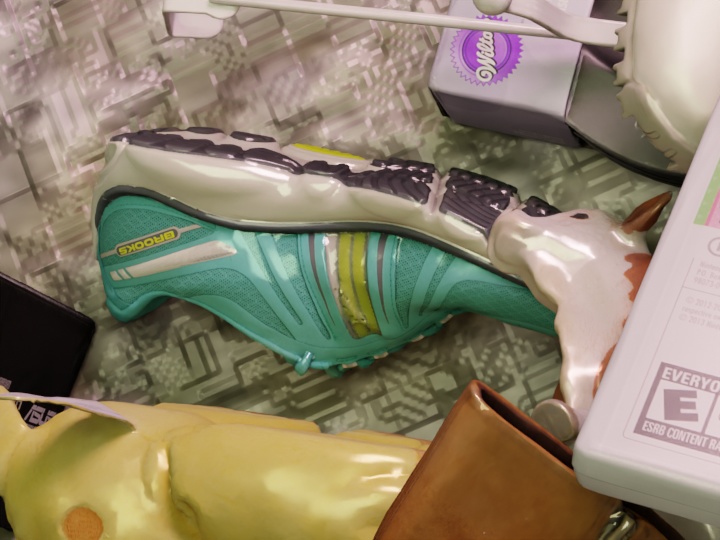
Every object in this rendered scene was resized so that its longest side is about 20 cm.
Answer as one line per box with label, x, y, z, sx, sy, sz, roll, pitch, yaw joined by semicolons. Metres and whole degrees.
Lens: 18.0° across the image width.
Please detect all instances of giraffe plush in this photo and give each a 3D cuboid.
giraffe plush;-0.050;0.127;0.724;0.173;0.200;0.162;6;87;52

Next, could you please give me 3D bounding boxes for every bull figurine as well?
bull figurine;0.093;0.069;0.695;0.065;0.121;0.200;-32;89;39

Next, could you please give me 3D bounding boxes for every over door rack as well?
over door rack;0.028;-0.151;0.772;0.200;0.067;0.148;4;79;13

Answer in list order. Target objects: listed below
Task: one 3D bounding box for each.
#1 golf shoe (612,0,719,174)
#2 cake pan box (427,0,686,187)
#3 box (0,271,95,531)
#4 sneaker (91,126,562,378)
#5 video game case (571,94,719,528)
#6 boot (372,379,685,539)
golf shoe;0.155;-0.116;0.696;0.078;0.097;0.200;40;78;-13
cake pan box;0.134;-0.124;0.803;0.184;0.052;0.200;15;83;17
box;-0.218;0.012;0.792;0.200;0.164;0.086;19;84;16
sneaker;0.000;0.000;0.806;0.200;0.078;0.080;11;103;16
video game case;0.179;0.006;0.591;0.200;0.022;0.182;15;57;18
boot;-0.021;0.115;0.613;0.188;0.068;0.200;34;107;-7
